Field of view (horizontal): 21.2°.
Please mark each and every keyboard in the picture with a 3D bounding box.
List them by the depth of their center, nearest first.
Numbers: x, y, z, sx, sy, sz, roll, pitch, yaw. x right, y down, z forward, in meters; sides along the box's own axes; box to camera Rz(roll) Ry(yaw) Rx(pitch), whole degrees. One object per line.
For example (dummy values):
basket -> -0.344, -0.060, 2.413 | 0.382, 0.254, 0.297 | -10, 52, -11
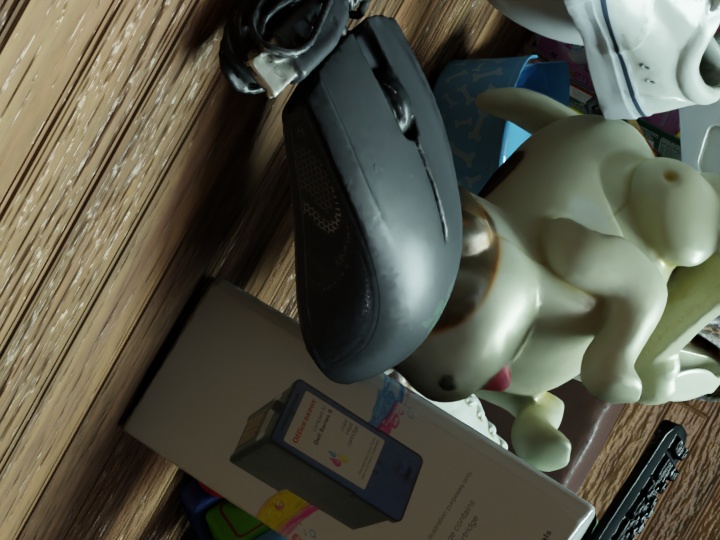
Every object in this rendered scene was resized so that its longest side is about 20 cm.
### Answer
keyboard -> 0.101, 0.163, 0.874 | 0.200, 0.040, 0.104 | -56, 168, -2

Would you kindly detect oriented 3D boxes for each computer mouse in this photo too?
computer mouse -> 0.006, -0.039, 0.774 | 0.139, 0.052, 0.201 | -53, 143, -48

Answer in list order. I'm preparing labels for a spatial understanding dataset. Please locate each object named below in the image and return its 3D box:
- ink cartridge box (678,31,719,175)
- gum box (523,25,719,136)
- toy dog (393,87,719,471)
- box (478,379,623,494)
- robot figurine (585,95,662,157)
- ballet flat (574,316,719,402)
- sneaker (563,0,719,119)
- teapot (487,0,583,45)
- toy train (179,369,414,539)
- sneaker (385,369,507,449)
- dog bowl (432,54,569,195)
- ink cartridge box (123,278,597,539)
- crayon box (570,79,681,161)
ink cartridge box -> 0.258, -0.075, 1.155 | 0.200, 0.084, 0.145 | -24, 110, -62
gum box -> 0.198, -0.178, 1.264 | 0.200, 0.113, 0.066 | -48, 163, -47
toy dog -> 0.080, -0.005, 0.925 | 0.199, 0.195, 0.139 | -15, 168, -39
box -> 0.070, 0.099, 1.248 | 0.201, 0.165, 0.164 | -65, 168, 21
robot figurine -> 0.186, -0.024, 1.211 | 0.058, 0.145, 0.200 | -31, 143, 12
ballet flat -> 0.149, 0.039, 1.113 | 0.069, 0.199, 0.071 | -61, -152, 32
sneaker -> 0.131, -0.139, 0.882 | 0.200, 0.070, 0.073 | 55, 31, -61
teapot -> 0.157, -0.193, 0.989 | 0.200, 0.146, 0.198 | -45, 160, -48
toy train -> 0.016, 0.112, 1.020 | 0.199, 0.116, 0.085 | -30, 150, -14
sneaker -> 0.058, 0.093, 1.114 | 0.085, 0.199, 0.073 | -60, -169, -2
dog bowl -> 0.078, -0.071, 1.113 | 0.200, 0.049, 0.112 | -15, 114, -73
ink cartridge box -> 0.005, 0.096, 0.899 | 0.088, 0.200, 0.145 | -56, 169, -3
crayon box -> 0.262, -0.156, 1.370 | 0.173, 0.199, 0.058 | -58, 167, -13
